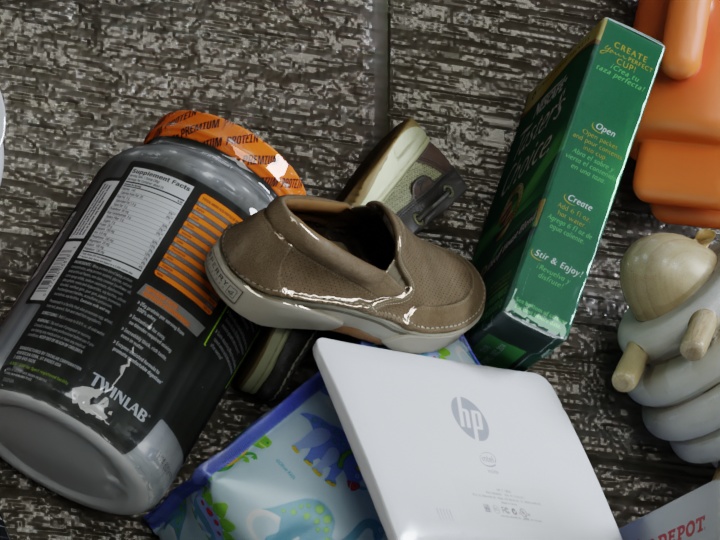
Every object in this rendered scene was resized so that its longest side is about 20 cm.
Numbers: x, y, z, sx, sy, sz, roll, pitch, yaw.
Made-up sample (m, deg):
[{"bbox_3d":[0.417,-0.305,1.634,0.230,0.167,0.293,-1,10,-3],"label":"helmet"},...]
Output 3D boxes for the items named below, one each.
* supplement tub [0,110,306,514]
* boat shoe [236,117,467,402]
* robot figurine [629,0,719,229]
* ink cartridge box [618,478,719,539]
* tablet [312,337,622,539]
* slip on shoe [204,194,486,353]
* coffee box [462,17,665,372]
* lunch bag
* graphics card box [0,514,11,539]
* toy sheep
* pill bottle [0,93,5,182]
[{"bbox_3d":[-0.115,0.019,1.498,0.122,0.123,0.200,35,63,-8],"label":"supplement tub"},{"bbox_3d":[0.000,0.000,1.579,0.065,0.073,0.200,36,62,-5],"label":"boat shoe"},{"bbox_3d":[0.218,-0.127,1.681,0.144,0.117,0.200,19,76,-26],"label":"robot figurine"},{"bbox_3d":[0.194,0.226,1.514,0.083,0.145,0.200,10,69,-19],"label":"ink cartridge box"},{"bbox_3d":[0.062,0.099,1.478,0.200,0.014,0.130,12,47,-49],"label":"tablet"},{"bbox_3d":[0.005,-0.006,1.480,0.200,0.061,0.076,9,39,-45],"label":"slip on shoe"},{"bbox_3d":[0.108,-0.036,1.610,0.044,0.123,0.200,25,67,-9],"label":"coffee box"},{"bbox_3d":[0.017,0.130,1.516,0.200,0.127,0.170,-36,87,-31],"label":"lunch bag"},{"bbox_3d":[-0.207,0.220,1.382,0.125,0.051,0.200,-29,73,14],"label":"graphics card box"},{"bbox_3d":[0.218,0.059,1.620,0.138,0.138,0.200,-45,108,-28],"label":"toy sheep"},{"bbox_3d":[-0.245,-0.047,1.422,0.112,0.200,0.112,7,71,-20],"label":"pill bottle"}]
